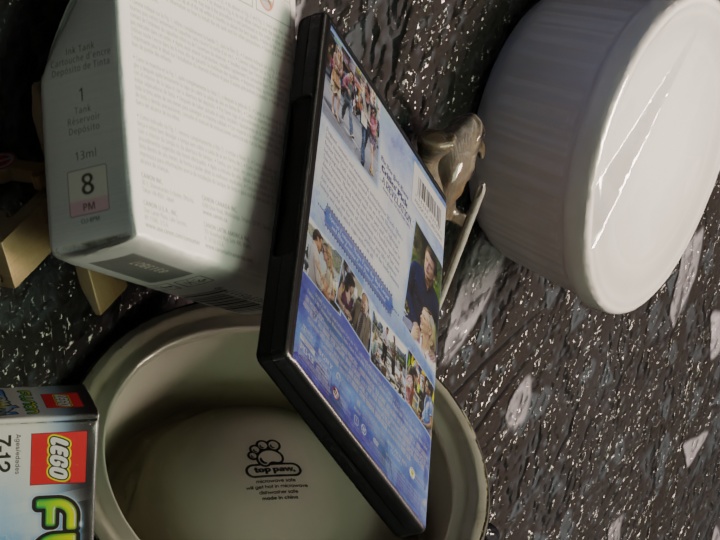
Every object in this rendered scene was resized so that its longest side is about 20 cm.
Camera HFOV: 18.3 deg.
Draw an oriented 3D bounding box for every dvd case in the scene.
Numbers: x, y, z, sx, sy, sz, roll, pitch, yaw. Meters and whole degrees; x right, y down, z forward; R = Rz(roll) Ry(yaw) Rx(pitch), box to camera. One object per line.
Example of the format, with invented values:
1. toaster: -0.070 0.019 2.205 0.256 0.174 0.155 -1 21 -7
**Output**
1. dvd case: 0.000 0.000 1.017 0.143 0.017 0.201 54 31 -43

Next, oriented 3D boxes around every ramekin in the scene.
1. ramekin: 0.144 -0.082 1.361 0.202 0.094 0.203 -41 141 -44

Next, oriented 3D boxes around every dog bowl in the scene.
1. dog bowl: -0.043 0.110 1.048 0.200 0.200 0.074 -44 161 -41

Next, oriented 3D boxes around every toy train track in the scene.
1. toy train track: -0.111 -0.059 0.981 0.200 0.032 0.115 -50 140 -45

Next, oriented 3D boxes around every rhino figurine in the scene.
1. rhino figurine: 0.016 -0.036 1.193 0.200 0.060 0.088 -32 140 -54

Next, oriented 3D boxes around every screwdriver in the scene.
1. screwdriver: 0.040 0.032 1.253 0.028 0.029 0.200 3 135 -21

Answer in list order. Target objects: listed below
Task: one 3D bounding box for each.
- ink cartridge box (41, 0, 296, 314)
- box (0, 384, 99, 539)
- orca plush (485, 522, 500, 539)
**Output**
1. ink cartridge box: -0.079 -0.091 0.972 0.162 0.057 0.201 20 59 -63
2. box: -0.166 0.147 0.920 0.110 0.035 0.201 -2 110 -18
3. orca plush: 0.031 0.121 1.273 0.200 0.105 0.071 29 62 -73
